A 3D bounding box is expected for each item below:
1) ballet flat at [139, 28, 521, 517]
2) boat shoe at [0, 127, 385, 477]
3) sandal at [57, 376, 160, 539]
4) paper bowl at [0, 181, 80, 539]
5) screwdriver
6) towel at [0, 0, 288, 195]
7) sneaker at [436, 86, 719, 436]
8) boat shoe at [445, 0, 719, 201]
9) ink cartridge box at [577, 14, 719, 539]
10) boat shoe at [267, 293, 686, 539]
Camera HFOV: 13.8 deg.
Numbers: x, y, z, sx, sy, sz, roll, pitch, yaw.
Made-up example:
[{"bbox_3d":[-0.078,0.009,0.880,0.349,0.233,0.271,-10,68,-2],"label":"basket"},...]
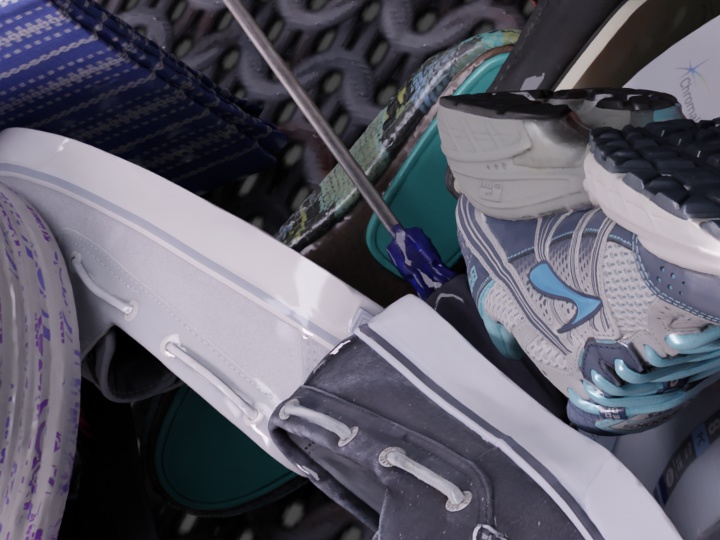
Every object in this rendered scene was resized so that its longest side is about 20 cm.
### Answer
[{"bbox_3d":[0.000,0.000,1.012,0.200,0.074,0.074,-46,41,6],"label":"ballet flat"},{"bbox_3d":[-0.065,0.011,0.961,0.200,0.072,0.069,27,84,39],"label":"boat shoe"},{"bbox_3d":[-0.101,0.059,1.014,0.045,0.075,0.200,-5,34,-10],"label":"sandal"},{"bbox_3d":[-0.184,0.055,0.956,0.201,0.104,0.201,-28,54,48],"label":"paper bowl"},{"bbox_3d":[0.004,-0.025,0.966,0.028,0.029,0.200,-37,75,8],"label":"screwdriver"},{"bbox_3d":[-0.126,-0.049,1.046,0.145,0.200,0.024,-22,68,16],"label":"towel"},{"bbox_3d":[0.084,0.003,0.774,0.200,0.078,0.086,-152,58,-69],"label":"sneaker"},{"bbox_3d":[0.084,-0.092,0.956,0.063,0.074,0.201,27,67,22],"label":"boat shoe"},{"bbox_3d":[0.103,-0.004,0.830,0.200,0.047,0.160,102,165,-47],"label":"ink cartridge box"},{"bbox_3d":[0.035,0.074,0.803,0.068,0.072,0.200,-35,38,-10],"label":"boat shoe"}]
